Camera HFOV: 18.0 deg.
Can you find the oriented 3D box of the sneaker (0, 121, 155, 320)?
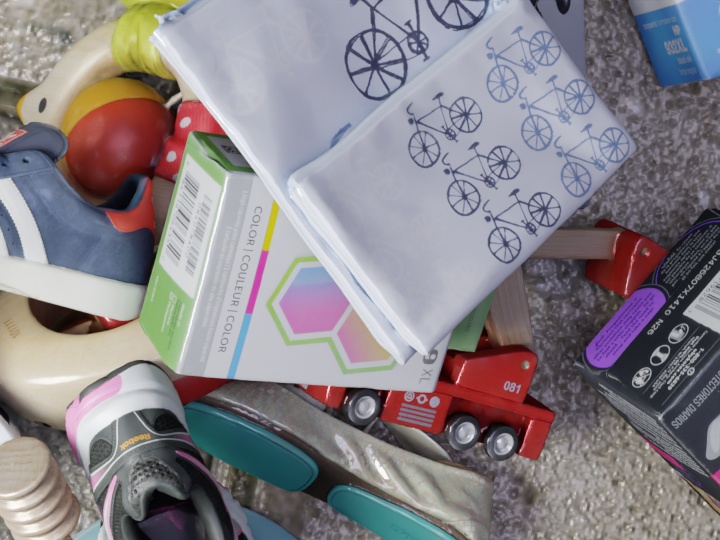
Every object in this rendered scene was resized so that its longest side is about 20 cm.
[{"bbox_3d":[-0.189,-0.036,1.098,0.199,0.075,0.085,14,88,-32],"label":"sneaker"}]

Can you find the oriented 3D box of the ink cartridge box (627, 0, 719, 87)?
[{"bbox_3d":[0.206,-0.222,1.258,0.144,0.084,0.201,-23,95,-7],"label":"ink cartridge box"}]

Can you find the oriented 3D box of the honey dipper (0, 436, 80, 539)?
[{"bbox_3d":[-0.143,0.163,1.172,0.038,0.038,0.201,-26,133,-7],"label":"honey dipper"}]

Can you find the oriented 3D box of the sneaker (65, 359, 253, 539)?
[{"bbox_3d":[-0.096,0.143,1.162,0.080,0.087,0.201,-27,136,-2],"label":"sneaker"}]

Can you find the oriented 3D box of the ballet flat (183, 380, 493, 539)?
[{"bbox_3d":[-0.015,0.098,1.259,0.199,0.067,0.063,30,58,-12],"label":"ballet flat"}]

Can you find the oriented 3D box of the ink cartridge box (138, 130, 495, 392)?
[{"bbox_3d":[0.000,0.000,1.126,0.199,0.059,0.105,6,111,-29],"label":"ink cartridge box"}]

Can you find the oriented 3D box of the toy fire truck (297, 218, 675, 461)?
[{"bbox_3d":[0.073,0.027,1.242,0.199,0.049,0.142,17,97,-27],"label":"toy fire truck"}]

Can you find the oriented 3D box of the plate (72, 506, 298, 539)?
[{"bbox_3d":[-0.098,0.227,1.261,0.198,0.026,0.202,0,93,-10],"label":"plate"}]

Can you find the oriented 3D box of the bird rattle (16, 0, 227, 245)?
[{"bbox_3d":[-0.102,-0.077,1.194,0.163,0.112,0.201,-36,68,20],"label":"bird rattle"}]

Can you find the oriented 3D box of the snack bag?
[{"bbox_3d":[0.021,-0.085,1.089,0.188,0.021,0.200,-41,95,-33],"label":"snack bag"}]

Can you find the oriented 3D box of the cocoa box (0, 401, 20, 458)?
[{"bbox_3d":[-0.287,0.051,1.169,0.131,0.133,0.200,-41,98,-5],"label":"cocoa box"}]

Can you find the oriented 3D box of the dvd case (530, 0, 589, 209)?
[{"bbox_3d":[0.071,-0.127,1.222,0.150,0.025,0.202,-9,100,-50],"label":"dvd case"}]

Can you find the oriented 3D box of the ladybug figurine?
[{"bbox_3d":[-0.107,0.025,1.206,0.199,0.136,0.072,-25,126,-15],"label":"ladybug figurine"}]

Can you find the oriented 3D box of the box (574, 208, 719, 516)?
[{"bbox_3d":[0.234,0.082,1.240,0.122,0.106,0.200,-48,116,-3],"label":"box"}]
